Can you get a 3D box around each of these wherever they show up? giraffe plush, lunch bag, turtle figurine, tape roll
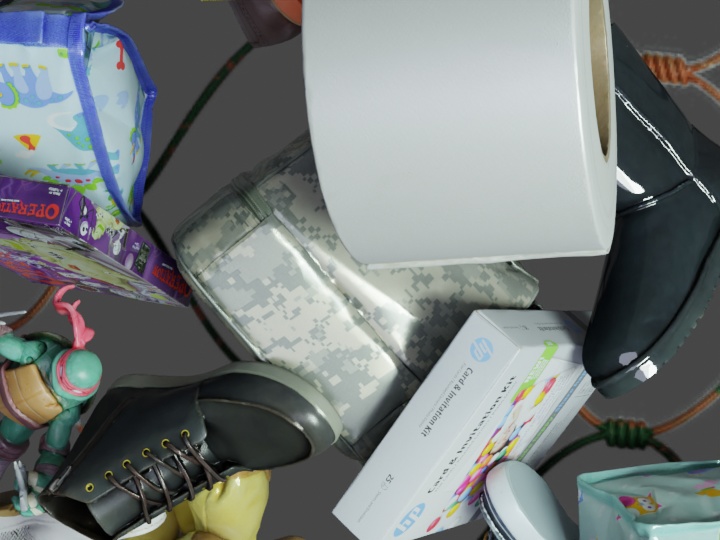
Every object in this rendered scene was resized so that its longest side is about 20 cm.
[{"bbox_3d":[-0.081,0.227,1.048,0.162,0.172,0.200,26,78,-27],"label":"giraffe plush"},{"bbox_3d":[0.000,0.000,0.977,0.168,0.139,0.200,-40,99,1],"label":"lunch bag"},{"bbox_3d":[0.245,0.207,0.953,0.199,0.122,0.171,-4,101,-17],"label":"lunch bag"},{"bbox_3d":[-0.226,-0.109,0.929,0.170,0.200,0.128,2,76,5],"label":"lunch bag"},{"bbox_3d":[-0.228,0.087,1.011,0.200,0.101,0.150,-24,86,49],"label":"turtle figurine"},{"bbox_3d":[0.062,-0.107,0.826,0.139,0.203,0.203,-4,105,14],"label":"tape roll"}]

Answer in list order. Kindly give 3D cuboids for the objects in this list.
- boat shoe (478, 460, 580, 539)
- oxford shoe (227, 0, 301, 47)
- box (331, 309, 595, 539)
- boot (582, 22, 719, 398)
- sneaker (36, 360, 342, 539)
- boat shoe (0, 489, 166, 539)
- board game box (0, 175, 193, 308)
[{"bbox_3d":[0.104,0.199,1.019,0.091,0.071,0.200,-27,139,13],"label":"boat shoe"},{"bbox_3d":[-0.090,-0.234,0.956,0.072,0.071,0.200,-26,89,40],"label":"oxford shoe"},{"bbox_3d":[0.082,0.096,0.969,0.041,0.200,0.156,41,106,24],"label":"box"},{"bbox_3d":[0.151,-0.042,0.948,0.168,0.076,0.200,42,63,-8],"label":"boot"},{"bbox_3d":[-0.104,0.119,0.930,0.200,0.106,0.075,-8,126,41],"label":"sneaker"},{"bbox_3d":[-0.199,0.184,1.049,0.200,0.071,0.070,-13,97,41],"label":"boat shoe"},{"bbox_3d":[-0.190,-0.019,0.929,0.120,0.200,0.032,13,79,18],"label":"board game box"}]
